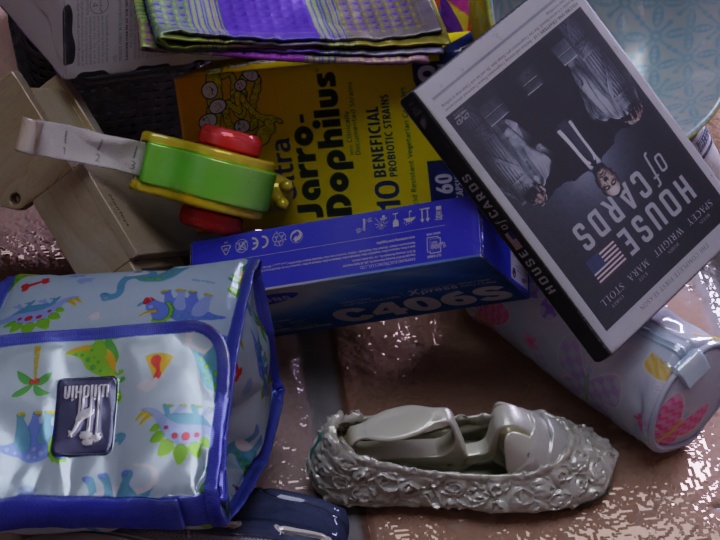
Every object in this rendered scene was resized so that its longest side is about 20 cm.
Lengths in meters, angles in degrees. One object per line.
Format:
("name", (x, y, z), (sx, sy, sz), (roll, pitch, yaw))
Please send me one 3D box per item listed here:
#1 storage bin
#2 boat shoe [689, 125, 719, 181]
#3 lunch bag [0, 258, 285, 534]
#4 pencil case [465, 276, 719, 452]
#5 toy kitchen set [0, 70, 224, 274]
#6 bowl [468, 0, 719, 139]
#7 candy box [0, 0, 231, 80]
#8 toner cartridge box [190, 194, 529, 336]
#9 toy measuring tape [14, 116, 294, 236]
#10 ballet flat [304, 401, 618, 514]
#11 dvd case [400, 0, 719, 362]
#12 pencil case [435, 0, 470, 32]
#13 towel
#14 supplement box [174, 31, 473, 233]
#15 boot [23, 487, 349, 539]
("storage bin", (-0.192, -0.187, 1.714), (0.134, 0.094, 0.201), (-8, 41, -11))
("boat shoe", (0.161, -0.050, 1.587), (0.201, 0.086, 0.075), (-16, 40, 26))
("lunch bag", (-0.144, 0.084, 1.329), (0.169, 0.128, 0.201), (-4, 32, 11))
("pencil case", (0.150, 0.032, 1.477), (0.083, 0.091, 0.200), (-28, 50, -30))
("toy kitchen set", (-0.206, -0.002, 1.535), (0.201, 0.180, 0.163), (57, 18, 8))
("bowl", (0.147, -0.171, 1.520), (0.199, 0.202, 0.108), (-21, 7, -24))
("candy box", (-0.138, -0.204, 1.579), (0.199, 0.072, 0.168), (-10, 30, -23))
("toner cartridge box", (0.000, 0.000, 1.453), (0.198, 0.095, 0.044), (-9, 69, 21))
("toy measuring tape", (-0.117, -0.064, 1.432), (0.199, 0.074, 0.074), (12, 30, -39))
("ballet flat", (0.065, 0.112, 1.403), (0.198, 0.072, 0.072), (-2, 41, -6))
("dvd case", (0.135, -0.066, 1.409), (0.150, 0.025, 0.200), (-40, 94, -31))
("pencil case", (0.077, -0.236, 1.787), (0.088, 0.089, 0.200), (-23, 48, -26))
("towel", (-0.049, -0.185, 1.477), (0.198, 0.023, 0.144), (1, 43, -13))
("supplement box", (-0.011, -0.094, 1.543), (0.198, 0.110, 0.110), (-4, 11, 16))
("boot", (-0.104, 0.169, 1.339), (0.198, 0.073, 0.091), (8, 32, -2))
